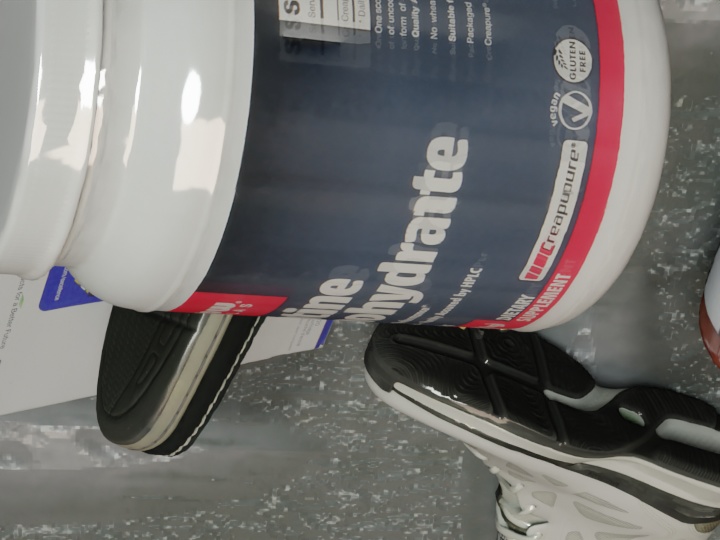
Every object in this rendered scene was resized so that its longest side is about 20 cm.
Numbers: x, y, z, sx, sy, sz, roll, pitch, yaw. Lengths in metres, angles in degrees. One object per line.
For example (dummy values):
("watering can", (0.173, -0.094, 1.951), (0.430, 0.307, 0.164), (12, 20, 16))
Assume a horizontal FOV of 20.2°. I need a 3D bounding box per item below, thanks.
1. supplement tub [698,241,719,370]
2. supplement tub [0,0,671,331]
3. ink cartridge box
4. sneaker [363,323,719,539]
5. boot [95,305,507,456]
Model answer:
("supplement tub", (0.204, -0.042, 0.780), (0.106, 0.107, 0.201), (5, 127, -9))
("supplement tub", (-0.018, -0.055, 0.627), (0.199, 0.141, 0.141), (3, 129, -23))
("ink cartridge box", (-0.087, 0.001, 0.797), (0.199, 0.039, 0.100), (-9, 136, -38))
("sneaker", (0.071, 0.096, 0.895), (0.199, 0.076, 0.116), (21, 122, -23))
("boot", (0.001, -0.001, 0.761), (0.153, 0.205, 0.073), (33, 163, -32))
